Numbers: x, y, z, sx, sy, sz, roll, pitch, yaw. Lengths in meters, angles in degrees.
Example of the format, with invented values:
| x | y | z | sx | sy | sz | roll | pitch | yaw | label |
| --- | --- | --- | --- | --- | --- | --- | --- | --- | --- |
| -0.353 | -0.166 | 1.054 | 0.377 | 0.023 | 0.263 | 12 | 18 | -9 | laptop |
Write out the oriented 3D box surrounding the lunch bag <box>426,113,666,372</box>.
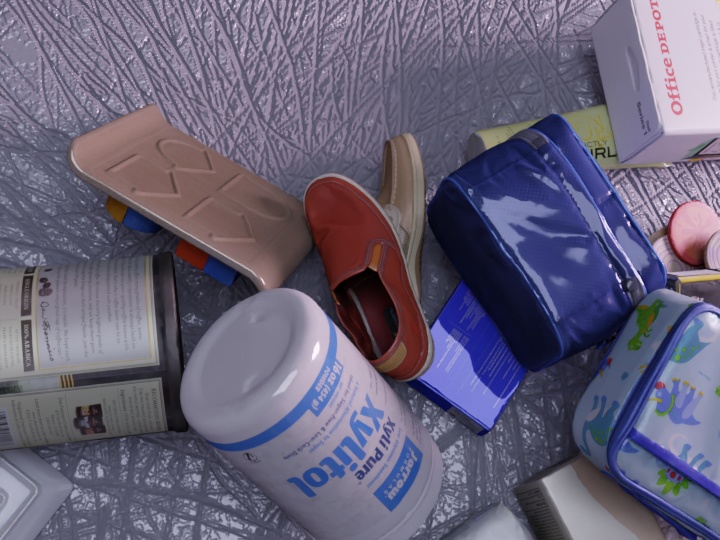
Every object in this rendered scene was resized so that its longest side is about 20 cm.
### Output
| x | y | z | sx | sy | sz | roll | pitch | yaw | label |
| --- | --- | --- | --- | --- | --- | --- | --- | --- | --- |
| 0.164 | -0.019 | 0.960 | 0.131 | 0.136 | 0.201 | -32 | 84 | -13 | lunch bag |

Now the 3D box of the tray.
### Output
| x | y | z | sx | sy | sz | roll | pitch | yaw | label |
| --- | --- | --- | --- | --- | --- | --- | --- | --- | --- |
| -0.339 | 0.225 | 0.936 | 0.107 | 0.022 | 0.201 | 36 | 74 | 2 | tray |

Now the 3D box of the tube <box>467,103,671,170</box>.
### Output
| x | y | z | sx | sy | sz | roll | pitch | yaw | label |
| --- | --- | --- | --- | --- | --- | --- | --- | --- | --- |
| 0.200 | -0.122 | 1.085 | 0.197 | 0.052 | 0.059 | -10 | 120 | -16 | tube |

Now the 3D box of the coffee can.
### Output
| x | y | z | sx | sy | sz | roll | pitch | yaw | label |
| --- | --- | --- | --- | --- | --- | --- | --- | --- | --- |
| -0.244 | 0.067 | 0.925 | 0.197 | 0.147 | 0.149 | -5 | 76 | -8 | coffee can |

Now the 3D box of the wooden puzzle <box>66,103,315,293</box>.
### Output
| x | y | z | sx | sy | sz | roll | pitch | yaw | label |
| --- | --- | --- | --- | --- | --- | --- | --- | --- | --- |
| -0.138 | -0.056 | 0.977 | 0.199 | 0.185 | 0.047 | 35 | 113 | 1 | wooden puzzle |

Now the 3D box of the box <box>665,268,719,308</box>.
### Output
| x | y | z | sx | sy | sz | roll | pitch | yaw | label |
| --- | --- | --- | --- | --- | --- | --- | --- | --- | --- |
| 0.339 | 0.097 | 0.995 | 0.157 | 0.049 | 0.203 | -4 | 98 | -13 | box |

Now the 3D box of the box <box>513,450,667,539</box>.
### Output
| x | y | z | sx | sy | sz | roll | pitch | yaw | label |
| --- | --- | --- | --- | --- | --- | --- | --- | --- | --- |
| 0.216 | 0.254 | 0.962 | 0.077 | 0.095 | 0.202 | -25 | 81 | -13 | box |

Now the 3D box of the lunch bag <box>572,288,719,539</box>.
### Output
| x | y | z | sx | sy | sz | roll | pitch | yaw | label |
| --- | --- | --- | --- | --- | --- | --- | --- | --- | --- |
| 0.275 | 0.126 | 0.908 | 0.199 | 0.082 | 0.162 | 35 | 87 | -24 | lunch bag |

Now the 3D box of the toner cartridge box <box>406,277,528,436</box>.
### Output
| x | y | z | sx | sy | sz | roll | pitch | yaw | label |
| --- | --- | --- | --- | --- | --- | --- | --- | --- | --- |
| 0.127 | 0.039 | 1.033 | 0.094 | 0.043 | 0.201 | 35 | 74 | 1 | toner cartridge box |

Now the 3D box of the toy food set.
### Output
| x | y | z | sx | sy | sz | roll | pitch | yaw | label |
| --- | --- | --- | --- | --- | --- | --- | --- | --- | --- |
| 0.329 | 0.038 | 1.056 | 0.197 | 0.049 | 0.201 | 12 | 74 | -4 | toy food set |

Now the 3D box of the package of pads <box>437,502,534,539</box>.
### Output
| x | y | z | sx | sy | sz | roll | pitch | yaw | label |
| --- | --- | --- | --- | --- | --- | --- | --- | --- | --- |
| 0.112 | 0.314 | 0.945 | 0.153 | 0.068 | 0.201 | -32 | 82 | -14 | package of pads |

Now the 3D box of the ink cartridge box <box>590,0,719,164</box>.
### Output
| x | y | z | sx | sy | sz | roll | pitch | yaw | label |
| --- | --- | --- | --- | --- | --- | --- | --- | --- | --- |
| 0.332 | -0.185 | 1.082 | 0.197 | 0.084 | 0.147 | -5 | 76 | -19 | ink cartridge box |

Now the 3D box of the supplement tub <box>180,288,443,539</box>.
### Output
| x | y | z | sx | sy | sz | roll | pitch | yaw | label |
| --- | --- | --- | --- | --- | --- | --- | --- | --- | --- |
| -0.035 | 0.122 | 0.897 | 0.133 | 0.131 | 0.200 | -53 | 127 | -17 | supplement tub |

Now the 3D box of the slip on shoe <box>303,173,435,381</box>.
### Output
| x | y | z | sx | sy | sz | roll | pitch | yaw | label |
| --- | --- | --- | --- | --- | --- | --- | --- | --- | --- |
| 0.000 | 0.000 | 0.964 | 0.074 | 0.061 | 0.202 | -35 | 64 | 24 | slip on shoe |

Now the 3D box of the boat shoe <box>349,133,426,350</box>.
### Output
| x | y | z | sx | sy | sz | roll | pitch | yaw | label |
| --- | --- | --- | --- | --- | --- | --- | --- | --- | --- |
| 0.021 | -0.027 | 1.023 | 0.063 | 0.071 | 0.203 | 4 | 76 | -7 | boat shoe |
